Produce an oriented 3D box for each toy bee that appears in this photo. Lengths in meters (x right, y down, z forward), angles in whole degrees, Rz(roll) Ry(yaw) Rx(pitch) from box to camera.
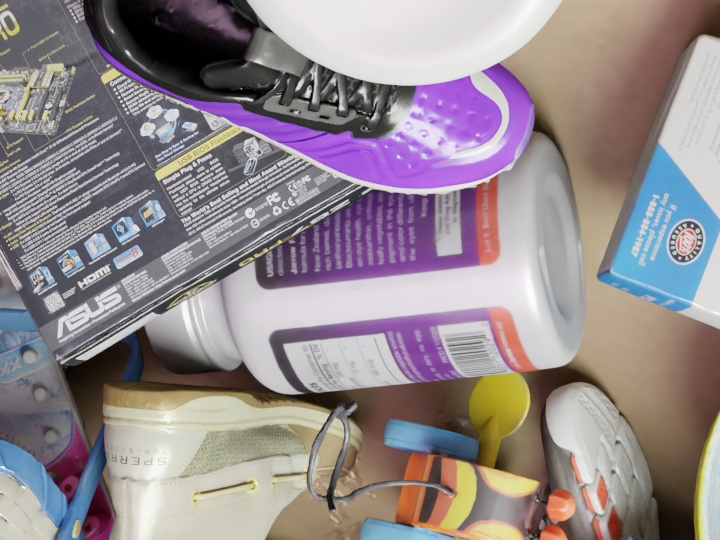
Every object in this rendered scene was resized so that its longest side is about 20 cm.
[{"bbox_3d":[0.052,0.120,1.107,0.108,0.200,0.132,13,104,17],"label":"toy bee"}]

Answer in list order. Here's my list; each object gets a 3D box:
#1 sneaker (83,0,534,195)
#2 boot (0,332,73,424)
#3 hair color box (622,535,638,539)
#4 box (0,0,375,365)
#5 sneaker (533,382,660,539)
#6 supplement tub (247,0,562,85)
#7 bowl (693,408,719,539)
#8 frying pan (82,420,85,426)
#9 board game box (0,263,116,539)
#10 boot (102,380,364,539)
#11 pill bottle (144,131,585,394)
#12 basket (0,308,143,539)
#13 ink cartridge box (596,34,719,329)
[{"bbox_3d":[-0.025,-0.083,0.956,0.199,0.100,0.070,16,88,3],"label":"sneaker"},{"bbox_3d":[-0.238,0.032,1.201,0.154,0.074,0.203,44,117,-8],"label":"boot"},{"bbox_3d":[0.174,0.216,1.145,0.199,0.065,0.109,27,110,-36],"label":"hair color box"},{"bbox_3d":[-0.087,-0.075,1.034,0.199,0.049,0.162,-31,86,1],"label":"box"},{"bbox_3d":[0.111,0.150,1.182,0.081,0.077,0.201,-6,118,25],"label":"sneaker"},{"bbox_3d":[0.028,-0.173,0.928,0.144,0.200,0.146,4,116,9],"label":"supplement tub"},{"bbox_3d":[0.247,0.122,1.095,0.199,0.201,0.108,21,166,1],"label":"bowl"},{"bbox_3d":[-0.215,0.139,1.230,0.189,0.115,0.031,-32,106,28],"label":"frying pan"},{"bbox_3d":[-0.246,0.078,1.156,0.199,0.026,0.201,-23,83,9],"label":"board game box"},{"bbox_3d":[-0.067,0.136,1.115,0.072,0.200,0.156,3,85,27],"label":"boot"},{"bbox_3d":[0.000,0.000,1.097,0.199,0.112,0.112,-6,118,18],"label":"pill bottle"},{"bbox_3d":[-0.204,0.100,1.074,0.175,0.201,0.140,4,143,12],"label":"basket"},{"bbox_3d":[0.220,-0.014,1.029,0.199,0.067,0.117,22,87,1],"label":"ink cartridge box"}]
